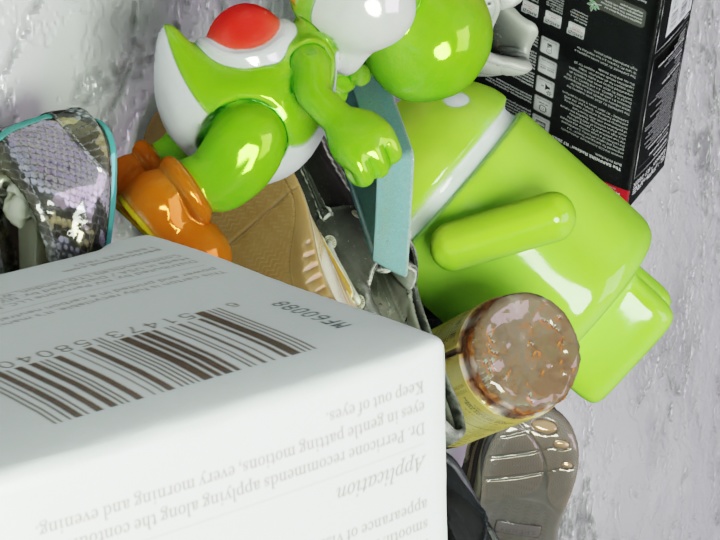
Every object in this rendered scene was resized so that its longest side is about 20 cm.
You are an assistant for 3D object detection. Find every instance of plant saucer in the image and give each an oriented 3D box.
[{"bbox_3d":[-0.002,-0.081,1.075,0.200,0.019,0.070,-108,-164,-52],"label":"plant saucer"}]

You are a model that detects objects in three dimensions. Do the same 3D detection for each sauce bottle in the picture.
[{"bbox_3d":[0.047,0.060,1.162,0.066,0.200,0.066,4,77,-21],"label":"sauce bottle"}]

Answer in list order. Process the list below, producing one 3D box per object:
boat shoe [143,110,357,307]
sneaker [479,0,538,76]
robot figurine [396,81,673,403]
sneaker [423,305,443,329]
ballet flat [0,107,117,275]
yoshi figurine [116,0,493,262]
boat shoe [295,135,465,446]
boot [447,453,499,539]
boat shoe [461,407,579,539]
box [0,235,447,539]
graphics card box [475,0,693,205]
[{"bbox_3d":[-0.043,0.012,1.037,0.201,0.073,0.069,63,-4,10],"label":"boat shoe"},{"bbox_3d":[0.041,-0.174,1.181,0.200,0.092,0.076,55,48,-52],"label":"sneaker"},{"bbox_3d":[0.077,-0.020,1.203,0.116,0.200,0.175,-48,-178,14],"label":"robot figurine"},{"bbox_3d":[0.061,0.023,1.313,0.199,0.070,0.082,5,48,-50],"label":"sneaker"},{"bbox_3d":[-0.138,0.033,0.932,0.072,0.072,0.201,-25,118,-58],"label":"ballet flat"},{"bbox_3d":[-0.014,-0.075,0.966,0.200,0.112,0.112,-47,161,-3],"label":"yoshi figurine"},{"bbox_3d":[0.000,0.000,1.093,0.071,0.063,0.201,-1,67,-59],"label":"boat shoe"},{"bbox_3d":[0.062,0.187,1.133,0.165,0.065,0.200,58,3,-9],"label":"boot"},{"bbox_3d":[0.085,0.165,1.351,0.073,0.074,0.201,-103,-151,-69],"label":"boat shoe"},{"bbox_3d":[-0.100,0.102,0.803,0.198,0.200,0.172,-15,111,-36],"label":"box"},{"bbox_3d":[0.121,-0.141,1.247,0.051,0.125,0.201,-45,152,-33],"label":"graphics card box"}]
